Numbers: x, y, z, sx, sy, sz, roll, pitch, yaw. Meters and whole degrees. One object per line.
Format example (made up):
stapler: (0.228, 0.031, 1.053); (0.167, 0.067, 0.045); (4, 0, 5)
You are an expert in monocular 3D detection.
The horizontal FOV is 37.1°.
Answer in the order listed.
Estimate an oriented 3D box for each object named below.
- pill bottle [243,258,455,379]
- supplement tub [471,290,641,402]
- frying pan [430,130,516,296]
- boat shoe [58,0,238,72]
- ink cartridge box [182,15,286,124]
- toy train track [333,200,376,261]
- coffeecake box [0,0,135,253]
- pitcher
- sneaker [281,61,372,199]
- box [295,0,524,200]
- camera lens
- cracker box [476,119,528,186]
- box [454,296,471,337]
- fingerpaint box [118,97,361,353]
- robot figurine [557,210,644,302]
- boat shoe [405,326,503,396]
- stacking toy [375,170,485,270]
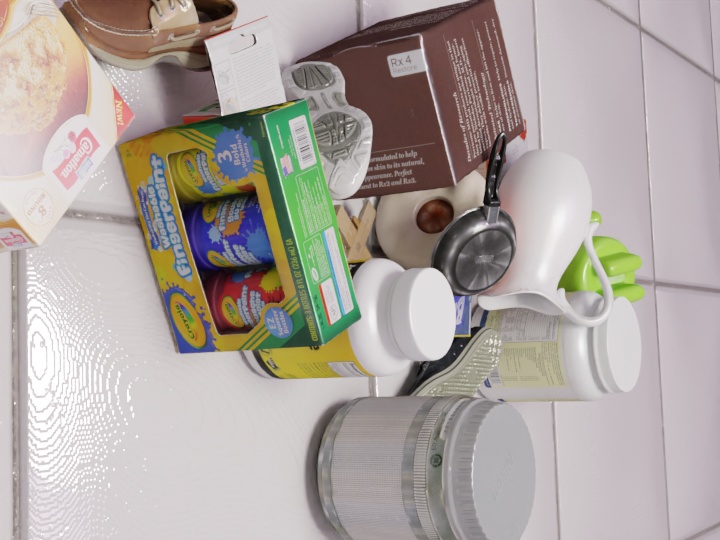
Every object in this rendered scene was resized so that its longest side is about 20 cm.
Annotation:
pill bottle: (-0.013, 0.047, 1.043); (0.112, 0.198, 0.114); (12, 75, -54)
supplement tub: (0.259, 0.102, 1.435); (0.144, 0.198, 0.147); (11, 77, -55)
frying pan: (0.150, -0.049, 1.199); (0.114, 0.031, 0.191); (21, 107, -38)
boat shoe: (-0.179, -0.222, 0.930); (0.076, 0.072, 0.200); (48, 27, 12)
ink cartridge box: (-0.115, -0.130, 1.028); (0.109, 0.050, 0.202); (-39, 125, -52)
toy train track: (0.000, 0.000, 1.221); (0.201, 0.032, 0.115); (59, 41, -44)
coffeecake box: (-0.279, -0.137, 0.790); (0.201, 0.072, 0.154); (57, 42, -35)
pitcher: (0.246, -0.037, 1.350); (0.121, 0.170, 0.202); (123, -19, -74)
sneaker: (-0.030, -0.126, 1.093); (0.201, 0.077, 0.100); (-104, -172, -47)
box: (0.062, -0.196, 1.215); (0.200, 0.165, 0.166); (-39, 118, -50)
camera lens: (0.065, 0.213, 1.136); (0.159, 0.198, 0.162); (11, 76, -54)
cracker box: (0.181, -0.090, 1.445); (0.134, 0.057, 0.202); (-38, 126, -51)
box: (0.064, 0.043, 1.242); (0.199, 0.064, 0.071); (5, 86, -63)
fingerpaint box: (-0.107, -0.034, 0.946); (0.073, 0.165, 0.202); (-33, 113, -54)
robot figurine: (0.309, 0.008, 1.536); (0.115, 0.199, 0.178); (-15, 101, -32)
boat shoe: (0.098, 0.139, 1.320); (0.200, 0.062, 0.075); (-43, 127, -32)
stacking toy: (0.109, -0.032, 1.329); (0.200, 0.145, 0.148); (54, 42, -62)
